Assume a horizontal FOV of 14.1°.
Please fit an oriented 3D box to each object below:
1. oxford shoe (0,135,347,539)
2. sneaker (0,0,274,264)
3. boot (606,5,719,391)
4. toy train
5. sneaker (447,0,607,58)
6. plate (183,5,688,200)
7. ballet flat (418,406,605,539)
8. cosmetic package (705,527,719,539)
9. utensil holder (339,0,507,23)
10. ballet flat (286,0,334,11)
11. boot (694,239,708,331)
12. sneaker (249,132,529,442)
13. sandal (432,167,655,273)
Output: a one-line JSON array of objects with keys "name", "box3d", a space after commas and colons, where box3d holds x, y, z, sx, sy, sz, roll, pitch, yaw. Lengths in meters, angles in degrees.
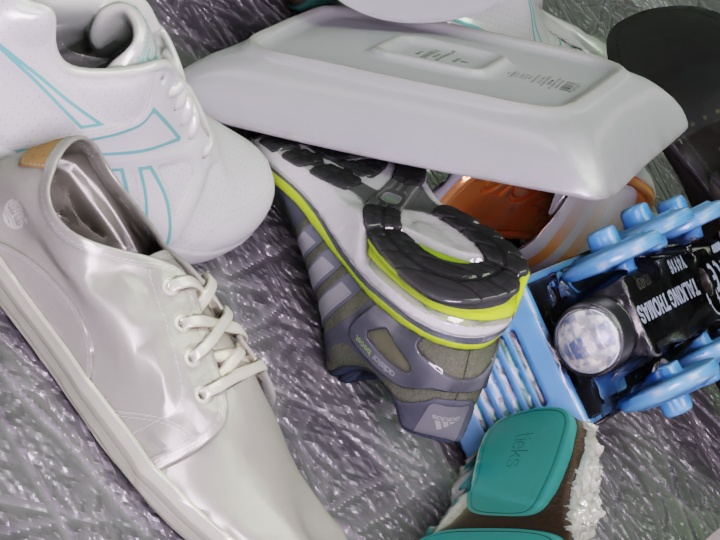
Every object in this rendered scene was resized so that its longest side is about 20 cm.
[{"name": "oxford shoe", "box3d": [-0.066, 0.032, 1.022, 0.200, 0.058, 0.075, 51, 20, 5]}, {"name": "sneaker", "box3d": [-0.089, -0.058, 1.100, 0.200, 0.080, 0.071, 19, 34, -51]}, {"name": "boot", "box3d": [0.176, -0.013, 1.406, 0.174, 0.069, 0.200, 82, -15, -45]}, {"name": "toy train", "box3d": [0.106, 0.025, 1.259, 0.087, 0.114, 0.200, 66, 23, 1]}, {"name": "sneaker", "box3d": [0.078, -0.098, 1.472, 0.200, 0.070, 0.081, 40, 61, -51]}, {"name": "plate", "box3d": [0.034, -0.080, 1.265, 0.199, 0.032, 0.200, 13, 15, 14]}, {"name": "ballet flat", "box3d": [0.056, 0.117, 1.091, 0.072, 0.072, 0.200, 46, 29, -2]}, {"name": "cosmetic package", "box3d": [0.180, 0.195, 1.131, 0.073, 0.104, 0.200, 28, 28, -37]}, {"name": "utensil holder", "box3d": [0.012, -0.233, 1.330, 0.170, 0.170, 0.200, 26, 27, -41]}, {"name": "ballet flat", "box3d": [-0.003, -0.179, 1.459, 0.070, 0.067, 0.200, 32, 26, -22]}, {"name": "boot", "box3d": [0.219, -0.014, 1.587, 0.154, 0.072, 0.200, 12, 41, -50]}, {"name": "sneaker", "box3d": [0.000, 0.000, 1.181, 0.074, 0.081, 0.200, 3, 23, -23]}, {"name": "sandal", "box3d": [0.102, -0.024, 1.382, 0.059, 0.079, 0.206, 54, 21, 22]}]
